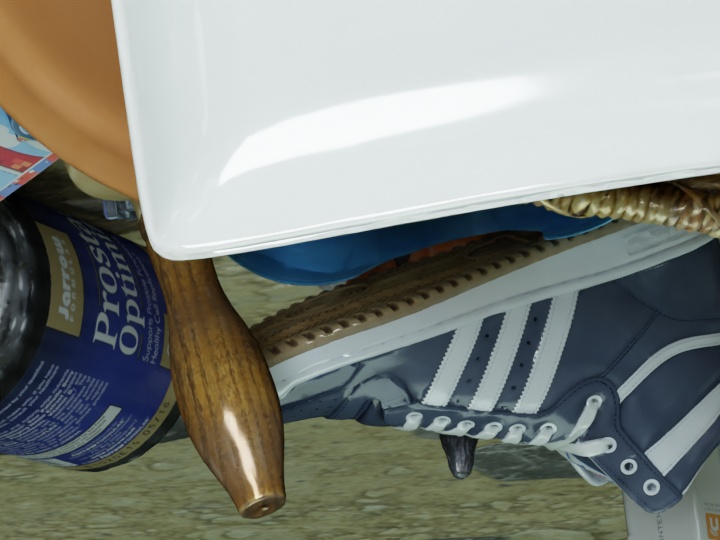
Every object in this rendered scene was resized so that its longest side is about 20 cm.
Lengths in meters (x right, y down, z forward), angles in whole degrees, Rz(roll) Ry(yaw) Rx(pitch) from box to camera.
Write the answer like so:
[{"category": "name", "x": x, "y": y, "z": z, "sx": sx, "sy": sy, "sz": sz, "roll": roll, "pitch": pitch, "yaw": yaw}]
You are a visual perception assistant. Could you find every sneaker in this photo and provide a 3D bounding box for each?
[{"category": "sneaker", "x": 0.048, "y": 0.047, "z": 0.996, "sx": 0.199, "sy": 0.109, "sz": 0.070, "roll": -19, "pitch": -168, "yaw": -11}]

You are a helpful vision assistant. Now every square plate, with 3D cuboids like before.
[{"category": "square plate", "x": 0.031, "y": -0.114, "z": 0.658, "sx": 0.197, "sy": 0.201, "sz": 0.028, "roll": -9, "pitch": -164, "yaw": -1}]

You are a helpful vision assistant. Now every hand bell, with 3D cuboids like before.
[{"category": "hand bell", "x": -0.060, "y": -0.011, "z": 0.921, "sx": 0.103, "sy": 0.201, "sz": 0.104, "roll": -17, "pitch": 155, "yaw": -8}]

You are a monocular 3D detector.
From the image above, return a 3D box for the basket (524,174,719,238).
[{"category": "basket", "x": 0.128, "y": -0.095, "z": 0.735, "sx": 0.199, "sy": 0.150, "sz": 0.143, "roll": 11, "pitch": 162, "yaw": 0}]

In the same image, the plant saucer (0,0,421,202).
[{"category": "plant saucer", "x": -0.052, "y": -0.089, "z": 0.739, "sx": 0.199, "sy": 0.201, "sz": 0.037, "roll": -19, "pitch": -159, "yaw": 42}]

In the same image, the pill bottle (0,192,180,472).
[{"category": "pill bottle", "x": -0.164, "y": 0.021, "z": 1.212, "sx": 0.111, "sy": 0.113, "sz": 0.200, "roll": -11, "pitch": 163, "yaw": 24}]

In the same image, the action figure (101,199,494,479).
[{"category": "action figure", "x": 0.000, "y": 0.000, "z": 1.117, "sx": 0.199, "sy": 0.105, "sz": 0.194, "roll": -8, "pitch": -158, "yaw": -8}]

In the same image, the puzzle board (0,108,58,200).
[{"category": "puzzle board", "x": -0.157, "y": -0.071, "z": 0.980, "sx": 0.150, "sy": 0.017, "sz": 0.200, "roll": -32, "pitch": 153, "yaw": 26}]

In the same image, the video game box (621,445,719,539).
[{"category": "video game box", "x": 0.188, "y": 0.055, "z": 1.301, "sx": 0.047, "sy": 0.184, "sz": 0.199, "roll": -17, "pitch": 161, "yaw": 39}]

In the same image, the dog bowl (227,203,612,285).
[{"category": "dog bowl", "x": 0.030, "y": -0.060, "z": 0.992, "sx": 0.199, "sy": 0.112, "sz": 0.050, "roll": -11, "pitch": 179, "yaw": 24}]
